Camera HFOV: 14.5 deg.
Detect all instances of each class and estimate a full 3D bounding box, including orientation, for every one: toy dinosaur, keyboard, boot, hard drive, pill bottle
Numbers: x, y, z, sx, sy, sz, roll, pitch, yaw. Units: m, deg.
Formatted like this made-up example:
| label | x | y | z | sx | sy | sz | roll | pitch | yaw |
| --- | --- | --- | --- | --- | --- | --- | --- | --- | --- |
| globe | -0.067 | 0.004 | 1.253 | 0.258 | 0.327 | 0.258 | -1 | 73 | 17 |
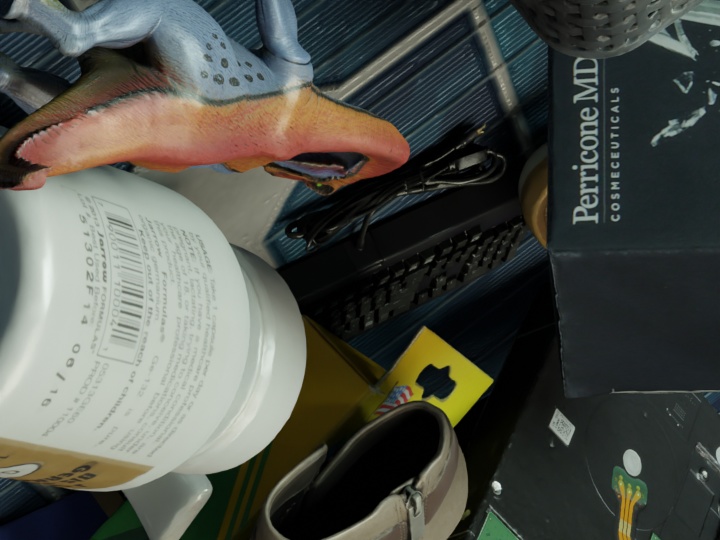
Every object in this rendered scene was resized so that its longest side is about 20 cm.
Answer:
| label | x | y | z | sx | sy | sz | roll | pitch | yaw |
| --- | --- | --- | --- | --- | --- | --- | --- | --- | --- |
| toy dinosaur | -0.056 | -0.045 | 0.920 | 0.181 | 0.201 | 0.105 | 28 | 133 | -30 |
| keyboard | 0.000 | 0.000 | 1.211 | 0.200 | 0.021 | 0.127 | -26 | 153 | -27 |
| boot | -0.033 | 0.137 | 1.154 | 0.200 | 0.070 | 0.146 | -45 | 162 | -26 |
| hard drive | 0.105 | 0.116 | 1.315 | 0.038 | 0.140 | 0.200 | -24 | -151 | 42 |
| pill bottle | -0.104 | 0.018 | 0.990 | 0.114 | 0.114 | 0.200 | -44 | 155 | 14 |

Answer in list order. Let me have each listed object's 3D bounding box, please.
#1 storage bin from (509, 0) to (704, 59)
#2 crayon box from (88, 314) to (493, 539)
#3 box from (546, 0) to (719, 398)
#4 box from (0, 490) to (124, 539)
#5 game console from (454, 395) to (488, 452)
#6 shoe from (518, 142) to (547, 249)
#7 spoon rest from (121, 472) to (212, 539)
| label | x | y | z | sx | sy | sz | roll | pitch | yaw |
| --- | --- | --- | --- | --- | --- | --- | --- | --- | --- |
| storage bin | 0.108 | -0.182 | 0.906 | 0.200 | 0.135 | 0.094 | -34 | 156 | -9 |
| crayon box | -0.038 | 0.095 | 1.235 | 0.200 | 0.051 | 0.127 | -46 | 160 | 1 |
| box | 0.167 | -0.068 | 1.018 | 0.196 | 0.201 | 0.124 | -2 | 153 | 7 |
| box | -0.194 | 0.170 | 1.223 | 0.200 | 0.032 | 0.121 | -24 | 152 | -32 |
| game console | 0.052 | 0.160 | 1.337 | 0.119 | 0.200 | 0.172 | -48 | 154 | 20 |
| shoe | 0.125 | -0.040 | 1.275 | 0.200 | 0.053 | 0.070 | 4 | 127 | -54 |
| spoon rest | -0.152 | 0.070 | 1.086 | 0.199 | 0.061 | 0.099 | 11 | 126 | -43 |
